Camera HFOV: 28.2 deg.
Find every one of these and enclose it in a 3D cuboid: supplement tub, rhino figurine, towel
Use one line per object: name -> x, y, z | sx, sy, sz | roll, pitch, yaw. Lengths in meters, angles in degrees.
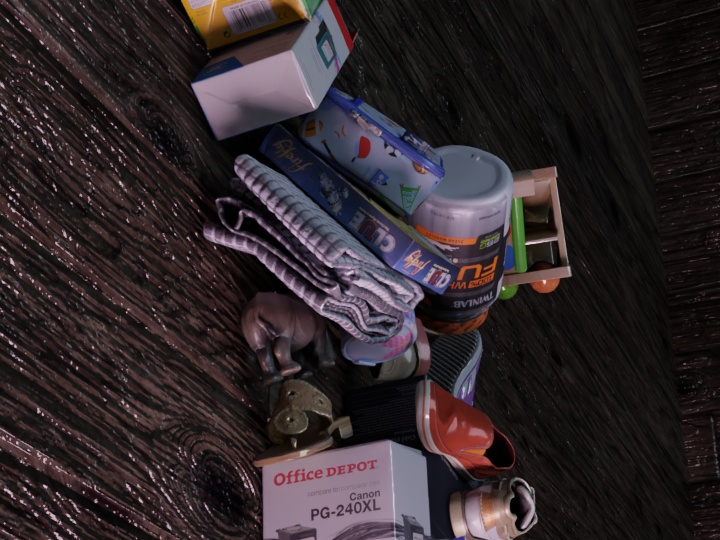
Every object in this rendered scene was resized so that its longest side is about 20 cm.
supplement tub -> 0.109, -0.032, 1.652 | 0.123, 0.121, 0.201 | -75, 169, -50
rhino figurine -> -0.061, 0.062, 1.427 | 0.088, 0.059, 0.200 | 70, 17, 8
towel -> -0.045, -0.011, 1.378 | 0.165, 0.086, 0.200 | 41, 6, 25

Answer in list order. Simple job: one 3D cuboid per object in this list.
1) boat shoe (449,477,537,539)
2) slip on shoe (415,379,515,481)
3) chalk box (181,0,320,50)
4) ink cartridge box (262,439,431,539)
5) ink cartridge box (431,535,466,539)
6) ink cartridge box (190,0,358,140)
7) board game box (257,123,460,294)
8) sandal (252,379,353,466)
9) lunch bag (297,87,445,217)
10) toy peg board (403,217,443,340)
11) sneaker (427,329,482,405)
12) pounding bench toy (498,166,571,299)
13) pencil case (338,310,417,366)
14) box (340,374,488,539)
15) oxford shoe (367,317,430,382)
boat shoe -> 0.161, 0.267, 1.581 | 0.200, 0.068, 0.075 | 8, 71, -68
slip on shoe -> 0.109, 0.168, 1.516 | 0.200, 0.061, 0.075 | 47, 38, -50
chalk box -> -0.104, -0.335, 1.447 | 0.201, 0.123, 0.124 | -75, 146, -51
ink cartridge box -> -0.013, 0.268, 1.320 | 0.083, 0.144, 0.202 | 33, 49, -55
ink cartridge box -> 0.039, 0.318, 1.382 | 0.039, 0.200, 0.100 | 6, 68, -29
ink cartridge box -> -0.081, -0.216, 1.449 | 0.068, 0.115, 0.200 | 65, 24, -24
board game box -> -0.001, -0.061, 1.436 | 0.200, 0.035, 0.135 | 42, 7, 26
sandal -> -0.060, 0.139, 1.377 | 0.212, 0.077, 0.070 | 2, 74, -77
lunch bag -> 0.008, -0.130, 1.480 | 0.160, 0.076, 0.200 | 36, 6, -3
toy peg board -> 0.108, -0.022, 1.849 | 0.199, 0.097, 0.202 | 22, 59, -65
sneaker -> 0.116, 0.171, 1.812 | 0.201, 0.072, 0.115 | -64, 141, -42
pounding bench toy -> 0.198, -0.044, 1.812 | 0.200, 0.123, 0.158 | -18, 99, -84
pencil case -> 0.000, 0.000, 1.533 | 0.083, 0.091, 0.201 | 22, 43, -43
box -> 0.060, 0.250, 1.569 | 0.200, 0.103, 0.183 | 56, 28, -43
oxford shoe -> 0.010, 0.031, 1.594 | 0.074, 0.070, 0.201 | -8, 62, -39
